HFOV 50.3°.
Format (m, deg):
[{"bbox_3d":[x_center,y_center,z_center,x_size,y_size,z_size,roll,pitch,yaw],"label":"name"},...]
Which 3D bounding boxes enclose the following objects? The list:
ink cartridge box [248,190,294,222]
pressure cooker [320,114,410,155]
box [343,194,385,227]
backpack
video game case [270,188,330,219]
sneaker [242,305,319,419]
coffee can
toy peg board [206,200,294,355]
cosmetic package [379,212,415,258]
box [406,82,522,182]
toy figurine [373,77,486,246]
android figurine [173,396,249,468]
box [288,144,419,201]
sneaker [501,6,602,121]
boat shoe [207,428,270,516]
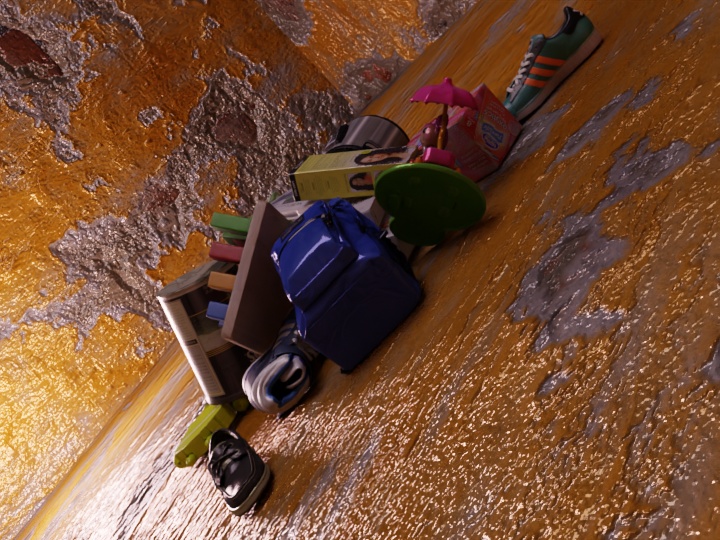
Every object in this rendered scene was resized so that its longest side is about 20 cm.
[{"bbox_3d":[-0.128,-0.055,1.527,0.103,0.198,0.060,-39,27,34],"label":"ink cartridge box"},{"bbox_3d":[0.005,-0.190,1.512,0.175,0.179,0.202,-2,37,29],"label":"pressure cooker"},{"bbox_3d":[-0.025,-0.092,1.213,0.141,0.037,0.201,-21,18,18],"label":"box"},{"bbox_3d":[-0.030,-0.008,1.013,0.162,0.168,0.201,-39,31,8],"label":"backpack"},{"bbox_3d":[-0.065,-0.144,1.317,0.199,0.024,0.180,-40,22,-34],"label":"video game case"},{"bbox_3d":[-0.082,0.119,1.094,0.201,0.081,0.146,-49,18,-14],"label":"sneaker"},{"bbox_3d":[-0.234,0.099,1.286,0.143,0.204,0.147,-22,13,6],"label":"coffee can"},{"bbox_3d":[-0.171,0.017,1.178,0.200,0.095,0.204,44,-122,-67],"label":"toy peg board"},{"bbox_3d":[0.002,-0.048,1.203,0.196,0.052,0.152,-16,26,30],"label":"cosmetic package"},{"bbox_3d":[0.143,-0.186,1.200,0.103,0.094,0.199,-55,14,-31],"label":"box"},{"bbox_3d":[0.104,-0.160,1.044,0.201,0.146,0.188,103,180,-65],"label":"toy figurine"},{"bbox_3d":[-0.255,0.264,1.311,0.182,0.041,0.200,-45,10,10],"label":"android figurine"},{"bbox_3d":[-0.008,-0.149,1.181,0.195,0.051,0.076,-3,28,22],"label":"box"},{"bbox_3d":[0.272,-0.314,1.181,0.200,0.080,0.072,-45,12,12],"label":"sneaker"},{"bbox_3d":[-0.164,0.250,0.978,0.072,0.066,0.200,-48,12,-8],"label":"boat shoe"}]
